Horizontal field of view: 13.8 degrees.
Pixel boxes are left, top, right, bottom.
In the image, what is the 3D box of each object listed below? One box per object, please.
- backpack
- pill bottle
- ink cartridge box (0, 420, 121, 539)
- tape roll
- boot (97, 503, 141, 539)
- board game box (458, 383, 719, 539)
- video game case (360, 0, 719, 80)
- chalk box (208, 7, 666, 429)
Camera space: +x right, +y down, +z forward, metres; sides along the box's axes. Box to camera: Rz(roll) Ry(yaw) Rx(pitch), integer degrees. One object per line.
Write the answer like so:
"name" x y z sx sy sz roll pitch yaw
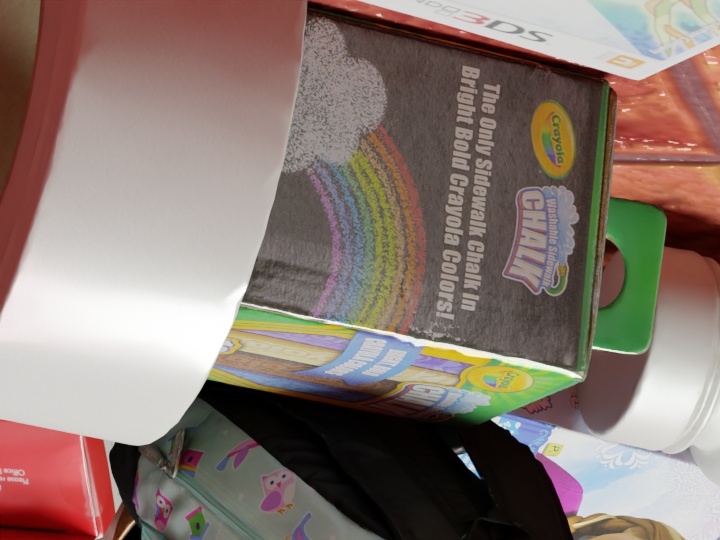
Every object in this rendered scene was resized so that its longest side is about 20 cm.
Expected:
"backpack" -0.002 0.118 1.230 0.167 0.127 0.200 9 -162 -34
"pill bottle" 0.205 0.050 1.340 0.200 0.115 0.114 11 164 -16
"ink cartridge box" -0.163 0.064 1.414 0.116 0.200 0.067 2 121 14
"tape roll" -0.084 -0.049 0.945 0.071 0.203 0.202 11 164 -18
"boot" -0.101 0.114 1.486 0.068 0.188 0.200 50 -171 -12
"board game box" 0.089 0.135 1.422 0.199 0.041 0.200 16 131 -27
"video game case" 0.068 -0.115 0.973 0.182 0.022 0.200 14 163 -24
"chalk box" 0.022 -0.014 1.170 0.200 0.125 0.124 13 163 -18
